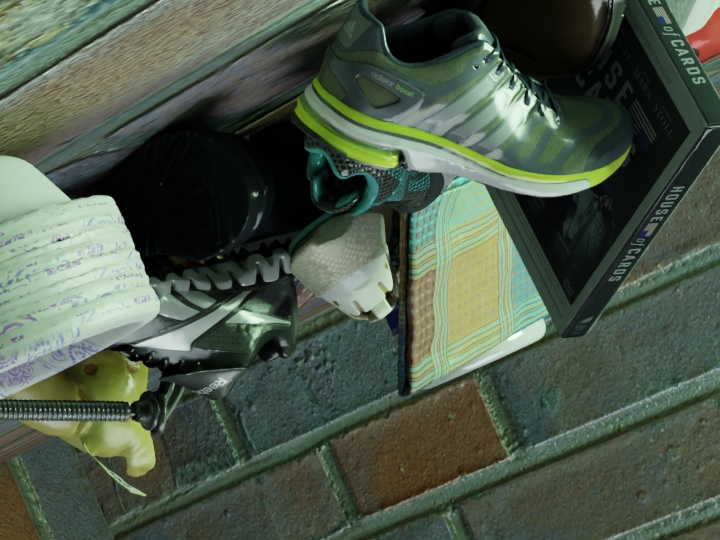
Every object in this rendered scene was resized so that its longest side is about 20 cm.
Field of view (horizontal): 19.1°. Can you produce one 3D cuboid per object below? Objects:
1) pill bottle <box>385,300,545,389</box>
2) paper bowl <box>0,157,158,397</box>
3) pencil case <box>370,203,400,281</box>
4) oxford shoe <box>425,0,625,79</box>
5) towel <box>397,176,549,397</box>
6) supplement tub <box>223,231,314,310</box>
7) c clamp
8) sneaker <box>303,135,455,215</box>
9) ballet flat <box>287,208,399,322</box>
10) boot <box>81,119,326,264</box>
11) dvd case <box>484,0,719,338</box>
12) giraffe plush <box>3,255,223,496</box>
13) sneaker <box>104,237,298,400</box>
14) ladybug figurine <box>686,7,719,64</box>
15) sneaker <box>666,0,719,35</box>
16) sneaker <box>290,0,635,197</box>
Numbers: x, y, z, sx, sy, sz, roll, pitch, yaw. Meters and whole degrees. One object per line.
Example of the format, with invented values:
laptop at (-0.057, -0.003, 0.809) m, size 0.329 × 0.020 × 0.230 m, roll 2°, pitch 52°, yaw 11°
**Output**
pill bottle at (0.058, -0.018, 1.687) m, size 0.115 × 0.201 × 0.116 m, roll -23°, pitch 178°, yaw -1°
paper bowl at (-0.208, 0.016, 1.055) m, size 0.200 × 0.105 × 0.201 m, roll -25°, pitch 176°, yaw -2°
pencil case at (0.075, -0.047, 1.542) m, size 0.199 × 0.090 × 0.078 m, roll -18°, pitch -179°, yaw -40°
oxford shoe at (0.082, -0.133, 1.214) m, size 0.084 × 0.073 × 0.200 m, roll -19°, pitch 174°, yaw -28°
towel at (0.090, -0.011, 1.472) m, size 0.022 × 0.148 × 0.200 m, roll 16°, pitch -152°, yaw 33°
supplement tub at (-0.082, -0.007, 1.669) m, size 0.106 × 0.108 × 0.200 m, roll -23°, pitch 177°, yaw -13°
c clamp at (-0.193, 0.064, 1.347) m, size 0.199 × 0.172 × 0.027 m, roll -4°, pitch 174°, yaw -24°
sneaker at (0.003, -0.069, 1.267) m, size 0.091 × 0.077 × 0.200 m, roll -49°, pitch 163°, yaw -10°
ballet flat at (0.000, 0.000, 1.381) m, size 0.067 × 0.063 × 0.200 m, roll -36°, pitch 173°, yaw 4°
boot at (-0.061, -0.056, 1.314) m, size 0.167 × 0.077 × 0.200 m, roll -18°, pitch 180°, yaw -34°
dvd case at (0.135, -0.078, 1.254) m, size 0.025 × 0.151 × 0.200 m, roll -7°, pitch 147°, yaw -28°
giraffe plush at (-0.175, 0.030, 1.432) m, size 0.163 × 0.199 × 0.173 m, roll -57°, pitch 162°, yaw -2°
sneaker at (-0.111, 0.040, 1.333) m, size 0.199 × 0.091 × 0.066 m, roll -13°, pitch -177°, yaw -41°
ladybug figurine at (0.197, -0.165, 1.488) m, size 0.199 × 0.072 × 0.136 m, roll -25°, pitch 176°, yaw 15°
sneaker at (0.214, -0.189, 1.251) m, size 0.081 × 0.074 × 0.200 m, roll -20°, pitch 177°, yaw -13°
sneaker at (0.066, -0.093, 1.147) m, size 0.199 × 0.074 × 0.081 m, roll 5°, pitch 121°, yaw -28°
